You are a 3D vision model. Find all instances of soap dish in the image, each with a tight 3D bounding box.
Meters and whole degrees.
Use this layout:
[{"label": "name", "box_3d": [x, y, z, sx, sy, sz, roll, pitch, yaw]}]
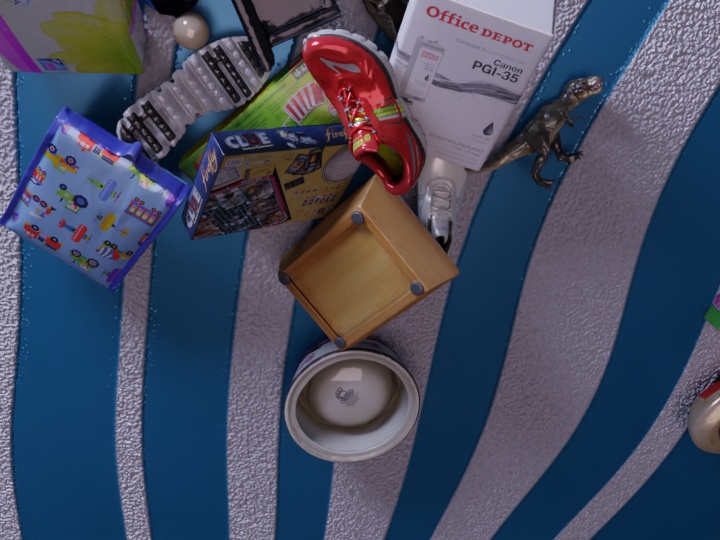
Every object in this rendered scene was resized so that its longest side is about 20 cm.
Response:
[{"label": "soap dish", "box_3d": [0.000, 0.000, 0.827, 0.199, 0.081, 0.158, -37, 96, 35]}]

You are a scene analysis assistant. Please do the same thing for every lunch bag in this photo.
[{"label": "lunch bag", "box_3d": [-0.293, -0.085, 0.742, 0.150, 0.095, 0.199, 35, 139, -22]}]

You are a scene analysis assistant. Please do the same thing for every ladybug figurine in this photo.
[{"label": "ladybug figurine", "box_3d": [0.625, 0.221, 1.079, 0.198, 0.072, 0.137, -25, 117, 6]}]

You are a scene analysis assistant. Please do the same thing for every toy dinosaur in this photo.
[{"label": "toy dinosaur", "box_3d": [0.235, -0.160, 0.845, 0.199, 0.047, 0.088, -39, 102, 3]}]

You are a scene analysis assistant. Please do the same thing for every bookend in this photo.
[{"label": "bookend", "box_3d": [-0.055, -0.342, 0.676, 0.197, 0.092, 0.202, -24, 115, -3]}]

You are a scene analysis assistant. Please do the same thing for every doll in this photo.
[{"label": "doll", "box_3d": [-0.206, -0.330, 0.681, 0.135, 0.048, 0.202, 5, 122, 37]}]

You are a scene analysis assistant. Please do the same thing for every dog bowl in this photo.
[{"label": "dog bowl", "box_3d": [-0.015, 0.182, 0.973, 0.197, 0.074, 0.203, -3, 117, -5]}]

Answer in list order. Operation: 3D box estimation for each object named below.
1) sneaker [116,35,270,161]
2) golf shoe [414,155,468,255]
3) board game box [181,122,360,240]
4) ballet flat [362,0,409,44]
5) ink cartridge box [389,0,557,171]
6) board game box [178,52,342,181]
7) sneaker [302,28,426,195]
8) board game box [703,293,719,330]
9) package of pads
[{"label": "sneaker", "box_3d": [-0.194, -0.204, 0.758, 0.199, 0.081, 0.076, -36, 117, -11]}, {"label": "golf shoe", "box_3d": [0.104, -0.080, 0.845, 0.077, 0.098, 0.203, 2, 115, -7]}, {"label": "board game box", "box_3d": [-0.094, -0.104, 0.755, 0.198, 0.035, 0.136, -14, 152, -39]}, {"label": "ballet flat", "box_3d": [0.079, -0.267, 0.774, 0.067, 0.047, 0.199, -43, 114, 15]}, {"label": "ink cartridge box", "box_3d": [0.105, -0.223, 0.721, 0.145, 0.084, 0.201, 17, 144, -4]}, {"label": "board game box", "box_3d": [-0.112, -0.158, 0.803, 0.199, 0.048, 0.102, -37, 115, 11]}, {"label": "sneaker", "box_3d": [0.008, -0.162, 0.696, 0.076, 0.086, 0.200, -15, 131, 37]}, {"label": "board game box", "box_3d": [0.643, 0.019, 0.997, 0.151, 0.040, 0.202, 18, 113, -16]}, {"label": "package of pads", "box_3d": [-0.299, -0.264, 0.647, 0.152, 0.200, 0.069, -1, 79, -7]}]
